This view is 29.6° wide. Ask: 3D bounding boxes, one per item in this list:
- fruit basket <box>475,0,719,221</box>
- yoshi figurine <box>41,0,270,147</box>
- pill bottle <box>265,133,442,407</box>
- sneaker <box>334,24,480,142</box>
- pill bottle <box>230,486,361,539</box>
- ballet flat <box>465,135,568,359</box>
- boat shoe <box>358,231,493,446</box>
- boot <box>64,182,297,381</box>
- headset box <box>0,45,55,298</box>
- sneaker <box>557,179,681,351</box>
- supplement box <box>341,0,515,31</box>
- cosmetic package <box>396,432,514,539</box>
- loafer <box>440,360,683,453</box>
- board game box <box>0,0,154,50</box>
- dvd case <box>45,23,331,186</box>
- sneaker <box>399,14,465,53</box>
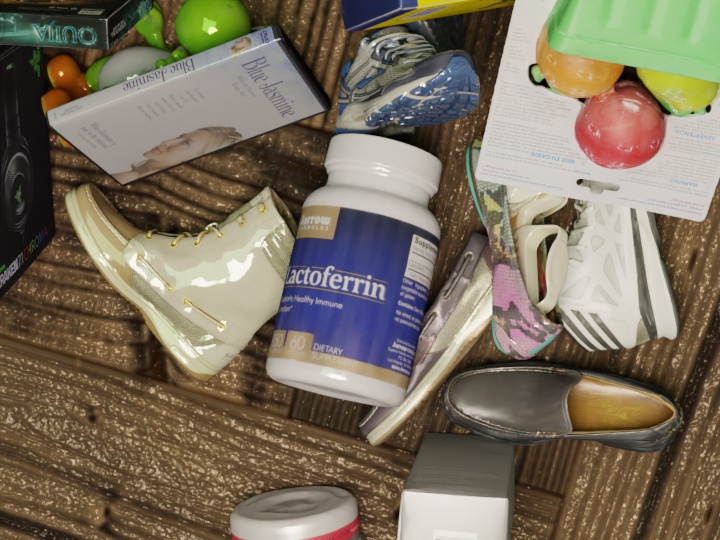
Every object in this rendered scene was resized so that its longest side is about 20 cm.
[{"bbox_3d":[0.193,-0.139,1.009,0.184,0.094,0.201,10,130,1],"label":"fruit basket"},{"bbox_3d":[-0.165,-0.177,1.122,0.199,0.112,0.113,-16,88,6],"label":"yoshi figurine"},{"bbox_3d":[0.000,0.000,1.088,0.115,0.116,0.201,11,81,6],"label":"pill bottle"},{"bbox_3d":[0.027,-0.153,1.063,0.077,0.200,0.086,-3,86,-25],"label":"sneaker"},{"bbox_3d":[-0.046,0.294,1.159,0.110,0.111,0.201,-6,96,8],"label":"pill bottle"},{"bbox_3d":[0.132,-0.028,1.081,0.071,0.069,0.201,-28,54,37],"label":"ballet flat"},{"bbox_3d":[0.058,0.056,1.141,0.065,0.072,0.200,39,96,6],"label":"boat shoe"},{"bbox_3d":[-0.138,-0.026,1.153,0.154,0.072,0.200,-38,96,10],"label":"boot"},{"bbox_3d":[-0.318,-0.094,1.091,0.092,0.174,0.201,4,113,6],"label":"headset box"},{"bbox_3d":[0.182,-0.026,1.109,0.115,0.076,0.202,-15,97,7],"label":"sneaker"},{"bbox_3d":[0.086,-0.256,1.035,0.199,0.109,0.109,-13,96,-22],"label":"supplement box"},{"bbox_3d":[0.079,0.201,1.089,0.090,0.200,0.107,3,95,5],"label":"cosmetic package"},{"bbox_3d":[0.166,0.106,1.121,0.199,0.072,0.073,3,76,4],"label":"loafer"},{"bbox_3d":[-0.273,-0.205,1.058,0.199,0.135,0.028,4,115,6],"label":"board game box"},{"bbox_3d":[-0.134,-0.129,1.107,0.199,0.143,0.018,-19,70,9],"label":"dvd case"},{"bbox_3d":[0.013,-0.249,1.119,0.082,0.070,0.201,-24,97,35],"label":"sneaker"}]
